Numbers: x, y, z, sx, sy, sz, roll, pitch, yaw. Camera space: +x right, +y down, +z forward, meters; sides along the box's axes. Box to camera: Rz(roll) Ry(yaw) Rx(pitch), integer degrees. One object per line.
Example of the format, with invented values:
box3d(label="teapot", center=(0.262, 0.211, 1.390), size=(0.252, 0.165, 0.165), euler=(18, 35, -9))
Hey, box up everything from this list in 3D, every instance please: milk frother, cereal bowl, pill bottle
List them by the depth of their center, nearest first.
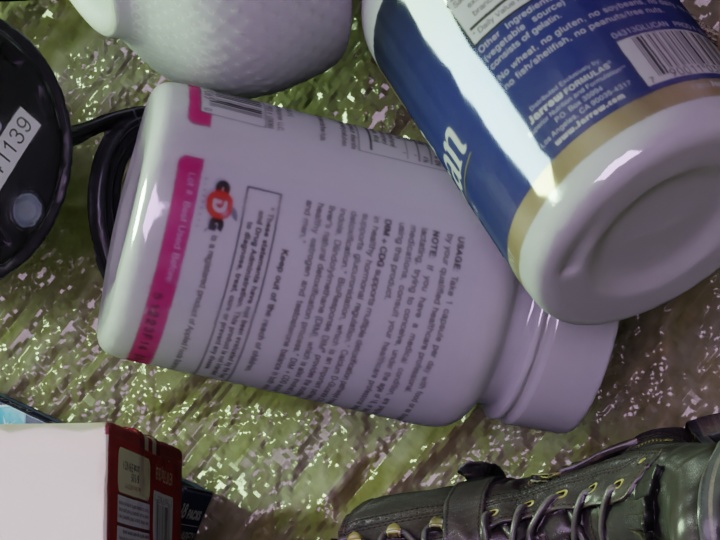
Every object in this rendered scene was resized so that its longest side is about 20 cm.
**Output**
box3d(label="pill bottle", center=(0.068, -0.086, 0.927), size=(0.111, 0.111, 0.201), euler=(-36, 58, 7))
box3d(label="pill bottle", center=(0.000, 0.000, 0.977), size=(0.199, 0.113, 0.114), euler=(13, 84, -9))
box3d(label="cereal bowl", center=(-0.089, -0.157, 0.982), size=(0.083, 0.200, 0.201), euler=(-28, 73, -16))
box3d(label="milk frother", center=(-0.183, -0.039, 1.067), size=(0.180, 0.201, 0.188), euler=(-45, 28, -28))

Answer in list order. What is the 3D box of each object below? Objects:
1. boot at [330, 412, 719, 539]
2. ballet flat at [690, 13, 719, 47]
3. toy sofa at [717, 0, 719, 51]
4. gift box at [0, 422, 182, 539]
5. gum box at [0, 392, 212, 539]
box3d(label="boot", center=(0.071, 0.107, 0.936), size=(0.173, 0.200, 0.070), euler=(-11, 91, 7))
box3d(label="ballet flat", center=(0.143, -0.091, 1.015), size=(0.200, 0.068, 0.075), euler=(41, 67, 20))
box3d(label="toy sofa", center=(0.237, -0.079, 0.910), size=(0.199, 0.098, 0.083), euler=(17, 50, 23))
box3d(label="gift box", center=(-0.174, 0.132, 0.961), size=(0.185, 0.185, 0.202), euler=(-2, 77, 5))
box3d(label="gum box", center=(-0.183, 0.157, 1.071), size=(0.169, 0.045, 0.201), euler=(22, 88, 18))
